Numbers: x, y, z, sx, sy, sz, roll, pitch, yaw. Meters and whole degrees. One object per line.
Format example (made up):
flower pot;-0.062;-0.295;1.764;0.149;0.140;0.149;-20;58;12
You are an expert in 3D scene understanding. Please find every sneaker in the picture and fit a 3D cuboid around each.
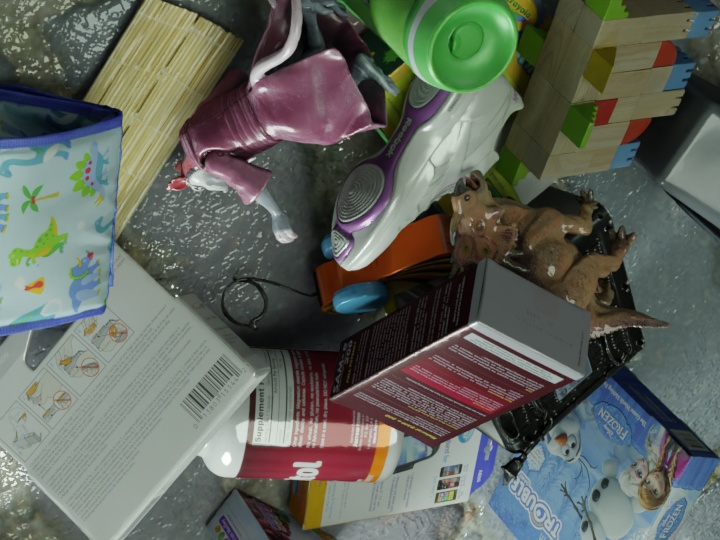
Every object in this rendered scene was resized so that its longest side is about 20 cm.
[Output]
sneaker;0.054;-0.075;1.427;0.100;0.075;0.200;25;108;-36

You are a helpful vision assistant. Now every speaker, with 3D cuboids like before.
speaker;0.039;-0.206;1.347;0.088;0.200;0.088;-14;125;-20

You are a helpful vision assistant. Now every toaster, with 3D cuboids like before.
toaster;0.139;0.047;1.599;0.200;0.119;0.181;-39;131;-20

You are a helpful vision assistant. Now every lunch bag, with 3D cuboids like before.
lunch bag;-0.277;-0.043;1.331;0.200;0.127;0.170;0;120;-17

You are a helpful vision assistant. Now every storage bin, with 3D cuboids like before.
storage bin;0.298;-0.115;1.559;0.134;0.200;0.146;27;105;-28

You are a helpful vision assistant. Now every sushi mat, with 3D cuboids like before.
sushi mat;-0.178;-0.116;1.410;0.096;0.012;0.200;24;107;-37

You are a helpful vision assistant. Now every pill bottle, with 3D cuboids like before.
pill bottle;-0.070;0.122;1.545;0.200;0.113;0.113;4;119;-13

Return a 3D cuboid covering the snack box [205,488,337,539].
snack box;-0.041;0.293;1.624;0.053;0.200;0.142;-49;129;7

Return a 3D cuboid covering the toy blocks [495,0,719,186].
toy blocks;0.205;-0.154;1.454;0.137;0.100;0.200;-10;135;-35

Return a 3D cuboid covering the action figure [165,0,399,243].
action figure;-0.077;-0.115;1.374;0.200;0.134;0.149;-32;148;21

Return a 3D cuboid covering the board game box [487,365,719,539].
board game box;0.222;0.200;1.706;0.043;0.200;0.199;10;114;-35

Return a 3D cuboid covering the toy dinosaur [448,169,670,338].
toy dinosaur;0.145;0.002;1.445;0.136;0.200;0.086;-43;179;-43

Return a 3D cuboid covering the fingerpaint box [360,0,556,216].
fingerpaint box;0.096;-0.145;1.500;0.167;0.073;0.200;-40;130;1

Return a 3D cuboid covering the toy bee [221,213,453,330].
toy bee;0.000;0.000;1.536;0.109;0.200;0.131;27;69;-65

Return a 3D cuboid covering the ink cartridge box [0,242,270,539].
ink cartridge box;-0.201;0.094;1.466;0.200;0.176;0.045;-49;172;13

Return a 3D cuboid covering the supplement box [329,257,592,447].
supplement box;0.077;0.069;1.433;0.109;0.061;0.200;27;145;-25

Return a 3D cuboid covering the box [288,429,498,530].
box;0.036;0.170;1.693;0.200;0.041;0.119;-7;122;-27
